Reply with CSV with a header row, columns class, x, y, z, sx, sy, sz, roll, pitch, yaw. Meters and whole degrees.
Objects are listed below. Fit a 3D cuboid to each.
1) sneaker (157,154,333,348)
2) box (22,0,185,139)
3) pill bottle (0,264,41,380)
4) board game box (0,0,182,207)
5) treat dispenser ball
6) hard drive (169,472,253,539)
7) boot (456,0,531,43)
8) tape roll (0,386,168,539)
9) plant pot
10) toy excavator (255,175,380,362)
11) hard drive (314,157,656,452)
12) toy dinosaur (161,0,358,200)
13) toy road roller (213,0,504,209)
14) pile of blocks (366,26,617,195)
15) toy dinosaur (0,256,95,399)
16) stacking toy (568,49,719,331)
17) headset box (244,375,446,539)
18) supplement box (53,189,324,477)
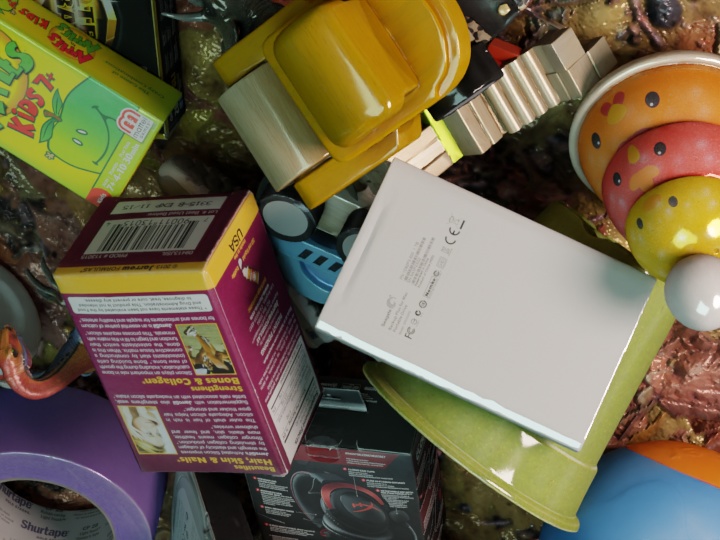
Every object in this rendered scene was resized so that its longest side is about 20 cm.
class,x,y,z,sx,sy,sz,roll,pitch,yaw
sneaker,-0.103,-0.001,1.433,0.082,0.075,0.200,-33,110,13
box,-0.221,-0.203,1.364,0.159,0.049,0.200,8,124,14
pill bottle,-0.375,0.081,1.556,0.111,0.111,0.200,45,124,-14
board game box,-0.246,-0.140,1.354,0.200,0.048,0.102,32,127,-6
treat dispenser ball,0.238,0.234,1.419,0.200,0.201,0.201,8,124,12
hard drive,-0.124,0.253,1.547,0.038,0.200,0.140,-4,128,-19
boot,0.065,-0.240,1.238,0.151,0.073,0.200,43,127,-12
tape roll,-0.275,0.199,1.597,0.200,0.085,0.200,3,131,3
plant pot,0.136,0.056,1.339,0.200,0.200,0.190,35,95,-8
toy excavator,0.000,0.000,1.416,0.194,0.100,0.200,24,140,-1
hard drive,0.086,0.023,1.248,0.200,0.026,0.132,25,83,2
toy dinosaur,-0.050,-0.142,1.330,0.102,0.077,0.200,-23,99,32
toy road roller,-0.018,-0.126,1.196,0.200,0.146,0.123,-33,91,29
pile of blocks,0.082,-0.127,1.301,0.200,0.082,0.062,-30,110,5
toy dinosaur,-0.205,0.040,1.435,0.200,0.182,0.105,-3,121,18
stacking toy,0.225,-0.040,1.232,0.146,0.200,0.146,-2,134,-2
headset box,-0.014,0.164,1.498,0.148,0.075,0.200,4,138,14
supplement box,-0.123,0.049,1.358,0.131,0.103,0.200,-1,127,23
